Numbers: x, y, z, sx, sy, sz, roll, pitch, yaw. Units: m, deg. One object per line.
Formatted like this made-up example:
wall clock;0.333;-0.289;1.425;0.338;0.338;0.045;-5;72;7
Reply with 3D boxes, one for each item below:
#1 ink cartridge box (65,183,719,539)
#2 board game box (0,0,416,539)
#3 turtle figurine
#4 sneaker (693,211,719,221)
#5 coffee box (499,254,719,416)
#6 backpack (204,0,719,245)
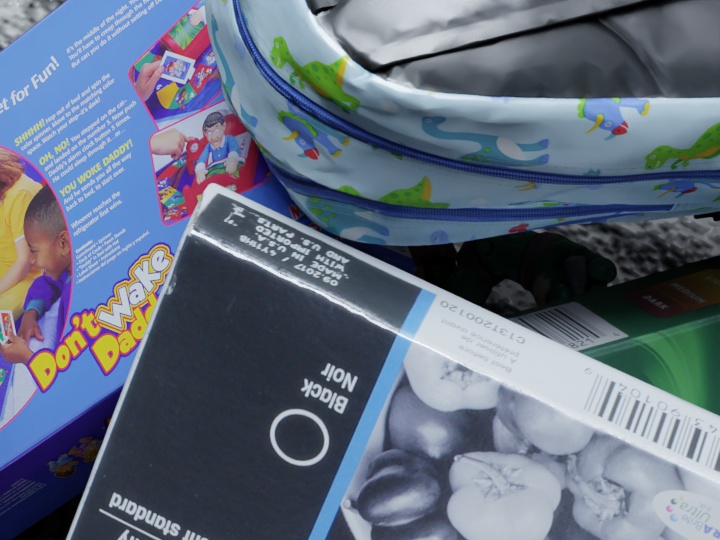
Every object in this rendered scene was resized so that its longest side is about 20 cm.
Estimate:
ink cartridge box;0.007;0.102;0.782;0.198;0.200;0.043;24;28;4
board game box;-0.092;-0.010;0.847;0.200;0.045;0.135;-33;61;23
turtle figurine;0.000;0.000;0.891;0.149;0.101;0.201;-18;85;-14
sneaker;0.102;-0.064;0.840;0.199;0.070;0.082;10;77;-7
coffee box;0.110;0.061;0.853;0.199;0.123;0.044;-13;25;-27
backpack;0.056;-0.082;0.749;0.199;0.154;0.164;-5;68;-31
